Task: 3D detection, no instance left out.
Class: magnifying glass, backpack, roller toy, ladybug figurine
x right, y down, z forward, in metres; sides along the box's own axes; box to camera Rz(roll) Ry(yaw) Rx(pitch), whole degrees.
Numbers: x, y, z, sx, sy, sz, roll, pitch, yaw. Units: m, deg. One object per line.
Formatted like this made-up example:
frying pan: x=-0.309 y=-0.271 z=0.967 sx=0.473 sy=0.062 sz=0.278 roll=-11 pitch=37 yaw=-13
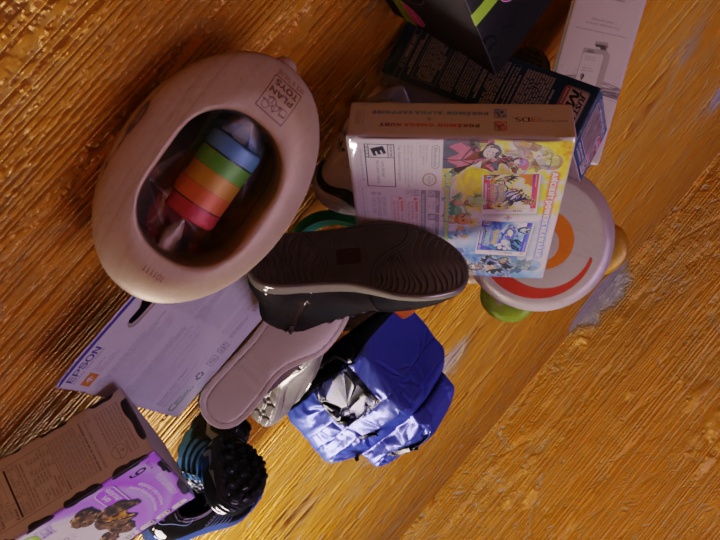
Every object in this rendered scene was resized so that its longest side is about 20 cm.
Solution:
magnifying glass: x=0.000 y=0.000 z=0.837 sx=0.079 sy=0.022 sz=0.200 roll=-33 pitch=135 yaw=18
backpack: x=0.006 y=0.170 z=0.989 sx=0.200 sy=0.168 sz=0.162 roll=-38 pitch=178 yaw=36
roller toy: x=0.224 y=-0.050 z=0.957 sx=0.199 sy=0.183 sz=0.140 roll=-25 pitch=-174 yaw=14
ladybug figurine: x=-0.111 y=-0.071 z=0.544 sx=0.136 sy=0.072 sz=0.200 roll=39 pitch=91 yaw=-28

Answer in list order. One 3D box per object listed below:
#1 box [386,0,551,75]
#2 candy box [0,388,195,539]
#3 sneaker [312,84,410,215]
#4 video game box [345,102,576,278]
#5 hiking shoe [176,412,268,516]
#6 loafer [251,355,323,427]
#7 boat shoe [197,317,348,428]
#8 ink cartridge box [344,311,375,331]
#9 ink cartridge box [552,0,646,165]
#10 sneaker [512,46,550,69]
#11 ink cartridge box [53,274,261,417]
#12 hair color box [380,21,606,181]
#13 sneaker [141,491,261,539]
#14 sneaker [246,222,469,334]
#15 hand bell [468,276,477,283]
box: x=0.107 y=-0.291 z=0.589 sx=0.201 sy=0.124 sz=0.148 roll=-54 pitch=156 yaw=4
candy box: x=-0.265 y=0.213 z=0.668 sx=0.199 sy=0.072 sz=0.168 roll=-32 pitch=155 yaw=-16
sneaker: x=0.057 y=-0.115 z=0.739 sx=0.199 sy=0.075 sz=0.115 roll=-8 pitch=149 yaw=-24
video game box: x=0.086 y=-0.065 z=0.675 sx=0.201 sy=0.181 sz=0.047 roll=83 pitch=13 yaw=-56
hiking shoe: x=-0.154 y=0.214 z=0.805 sx=0.087 sy=0.074 sz=0.200 roll=-50 pitch=-162 yaw=2
loafer: x=-0.082 y=0.108 z=0.912 sx=0.070 sy=0.070 sz=0.201 roll=-30 pitch=157 yaw=-51
boat shoe: x=-0.093 y=0.086 z=0.806 sx=0.200 sy=0.072 sz=0.059 roll=-45 pitch=-171 yaw=-14
ink cartridge box: x=0.027 y=0.009 z=0.956 sx=0.199 sy=0.044 sz=0.196 roll=-28 pitch=162 yaw=15
ink cartridge box: x=0.276 y=-0.233 z=0.925 sx=0.146 sy=0.082 sz=0.201 roll=-30 pitch=134 yaw=-75
sneaker: x=0.180 y=-0.182 z=0.953 sx=0.201 sy=0.070 sz=0.075 roll=-56 pitch=157 yaw=12
ink cartridge box: x=-0.162 y=0.036 z=0.682 sx=0.200 sy=0.041 sz=0.200 roll=-49 pitch=157 yaw=-4
hair color box: x=0.128 y=-0.161 z=0.714 sx=0.061 sy=0.199 sz=0.100 roll=-62 pitch=157 yaw=1
sneaker: x=-0.189 y=0.295 z=0.981 sx=0.199 sy=0.070 sz=0.078 roll=-13 pitch=143 yaw=-54
sneaker: x=-0.003 y=0.012 z=0.704 sx=0.106 sy=0.198 sz=0.075 roll=94 pitch=-2 yaw=-63
hand bell: x=0.149 y=-0.081 z=1.060 sx=0.104 sy=0.104 sz=0.200 roll=-44 pitch=143 yaw=-16
